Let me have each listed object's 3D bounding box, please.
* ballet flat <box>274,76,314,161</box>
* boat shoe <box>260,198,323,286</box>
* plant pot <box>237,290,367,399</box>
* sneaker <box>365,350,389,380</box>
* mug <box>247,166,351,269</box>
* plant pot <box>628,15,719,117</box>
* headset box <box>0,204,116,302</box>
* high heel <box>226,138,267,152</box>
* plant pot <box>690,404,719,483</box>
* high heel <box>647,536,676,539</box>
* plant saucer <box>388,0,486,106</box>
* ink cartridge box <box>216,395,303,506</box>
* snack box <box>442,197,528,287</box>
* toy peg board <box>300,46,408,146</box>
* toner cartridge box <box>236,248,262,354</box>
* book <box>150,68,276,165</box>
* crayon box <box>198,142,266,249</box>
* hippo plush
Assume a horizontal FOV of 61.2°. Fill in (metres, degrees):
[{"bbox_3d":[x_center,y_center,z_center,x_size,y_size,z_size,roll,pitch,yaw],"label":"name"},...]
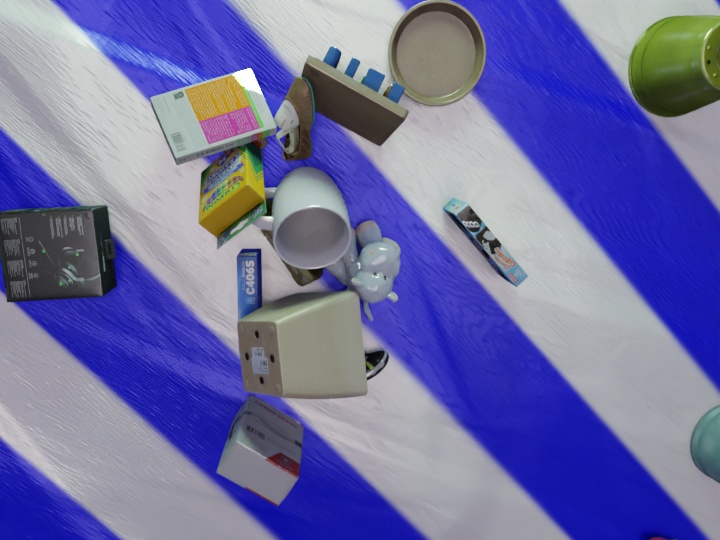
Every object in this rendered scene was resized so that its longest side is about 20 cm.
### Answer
[{"bbox_3d":[-0.128,-0.274,1.150,0.072,0.201,0.068,-31,71,-20],"label":"ballet flat"},{"bbox_3d":[-0.158,-0.055,1.252,0.063,0.073,0.201,-27,110,33],"label":"boat shoe"},{"bbox_3d":[-0.123,0.150,1.169,0.176,0.198,0.203,-6,91,-43],"label":"plant pot"},{"bbox_3d":[-0.037,0.202,1.308,0.198,0.072,0.084,-22,101,0],"label":"sneaker"},{"bbox_3d":[-0.124,-0.116,1.170,0.197,0.176,0.149,2,131,-13],"label":"mug"},{"bbox_3d":[0.662,-0.405,1.179,0.198,0.193,0.203,-1,102,-5],"label":"plant pot"},{"bbox_3d":[-0.590,-0.037,1.204,0.197,0.093,0.177,-4,101,-4],"label":"headset box"},{"bbox_3d":[-0.284,-0.288,1.207,0.198,0.097,0.068,6,138,-26],"label":"high heel"},{"bbox_3d":[0.889,0.420,1.394,0.197,0.134,0.203,-1,101,-4],"label":"plant pot"},{"bbox_3d":[0.717,0.748,1.476,0.095,0.067,0.203,8,96,-16],"label":"high heel"},{"bbox_3d":[0.152,-0.432,1.217,0.197,0.029,0.203,-1,101,-5],"label":"plant saucer"},{"bbox_3d":[-0.202,0.367,1.264,0.146,0.200,0.083,33,101,-10],"label":"ink cartridge box"},{"bbox_3d":[0.255,-0.060,1.255,0.037,0.116,0.200,-41,101,5],"label":"snack box"},{"bbox_3d":[-0.007,-0.346,1.146,0.198,0.199,0.099,26,83,-9],"label":"toy peg board"},{"bbox_3d":[-0.227,0.062,1.253,0.043,0.095,0.203,0,101,-3],"label":"toner cartridge box"},{"bbox_3d":[-0.273,-0.288,1.142,0.198,0.048,0.135,-21,75,-20],"label":"book"},{"bbox_3d":[-0.242,-0.150,1.143,0.125,0.201,0.052,-34,131,18],"label":"crayon box"},{"bbox_3d":[0.000,0.000,1.218,0.158,0.161,0.202,21,95,-10],"label":"hippo plush"}]
